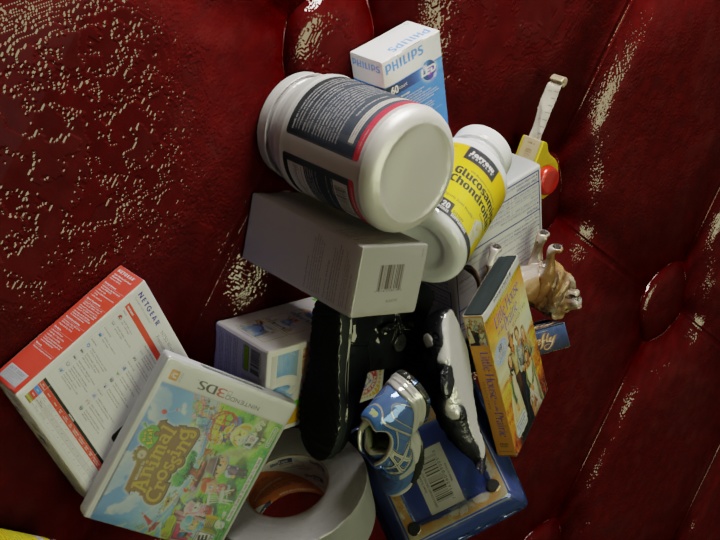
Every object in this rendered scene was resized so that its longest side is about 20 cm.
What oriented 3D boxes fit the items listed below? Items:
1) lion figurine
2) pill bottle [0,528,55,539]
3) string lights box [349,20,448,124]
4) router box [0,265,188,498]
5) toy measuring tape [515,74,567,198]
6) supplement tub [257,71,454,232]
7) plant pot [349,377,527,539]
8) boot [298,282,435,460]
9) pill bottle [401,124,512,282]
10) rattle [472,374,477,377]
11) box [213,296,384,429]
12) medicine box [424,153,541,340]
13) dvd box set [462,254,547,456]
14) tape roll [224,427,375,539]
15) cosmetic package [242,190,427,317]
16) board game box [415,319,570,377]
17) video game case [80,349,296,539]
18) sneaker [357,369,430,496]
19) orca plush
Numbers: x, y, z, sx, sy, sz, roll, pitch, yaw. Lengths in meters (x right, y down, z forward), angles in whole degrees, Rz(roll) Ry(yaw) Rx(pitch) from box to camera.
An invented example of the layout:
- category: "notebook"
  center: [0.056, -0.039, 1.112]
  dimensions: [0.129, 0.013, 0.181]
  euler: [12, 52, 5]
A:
- category: "lion figurine"
  center: [0.209, 0.022, 1.634]
  dimensions: [0.198, 0.073, 0.124]
  euler: [-11, 126, -27]
- category: "pill bottle"
  center: [-0.394, 0.317, 1.263]
  dimensions: [0.199, 0.112, 0.113]
  euler: [30, 88, -49]
- category: "string lights box"
  center: [0.054, -0.188, 1.516]
  dimensions: [0.102, 0.059, 0.202]
  euler: [-33, 130, -31]
- category: "router box"
  center: [-0.272, 0.129, 1.343]
  dimensions: [0.179, 0.049, 0.201]
  euler: [-43, 135, -23]
- category: "toy measuring tape"
  center: [0.256, -0.170, 1.731]
  dimensions: [0.073, 0.073, 0.202]
  euler: [11, 102, -48]
- category: "supplement tub"
  center: [-0.007, -0.136, 1.371]
  dimensions: [0.139, 0.199, 0.142]
  euler: [-23, 126, -37]
- category: "plant pot"
  center: [0.098, 0.257, 1.598]
  dimensions: [0.198, 0.202, 0.180]
  euler: [-25, 170, -1]
- category: "boot"
  center: [0.016, 0.117, 1.461]
  dimensions: [0.167, 0.076, 0.203]
  euler: [-4, 105, -41]
- category: "pill bottle"
  center: [0.109, -0.087, 1.475]
  dimensions: [0.201, 0.111, 0.113]
  euler: [-55, 143, -41]
- category: "rattle"
  center: [0.075, 0.215, 1.729]
  dimensions: [0.130, 0.141, 0.202]
  euler: [-81, -170, -71]
- category: "box"
  center: [-0.070, 0.108, 1.504]
  dimensions: [0.198, 0.101, 0.114]
  euler: [-15, 119, -41]
- category: "medicine box"
  center: [0.149, -0.035, 1.660]
  dimensions: [0.181, 0.102, 0.202]
  euler: [-31, 130, -32]
- category: "dvd box set"
  center: [0.181, 0.103, 1.522]
  dimensions: [0.147, 0.029, 0.202]
  euler: [-51, 132, -52]
- category: "tape roll"
  center: [-0.083, 0.284, 1.505]
  dimensions: [0.199, 0.199, 0.067]
  euler: [-34, 131, -29]
- category: "cosmetic package"
  center: [-0.032, -0.023, 1.403]
  dimensions: [0.107, 0.199, 0.086]
  euler: [-3, 110, -42]
- category: "board game box"
  center: [0.172, 0.108, 1.673]
  dimensions: [0.197, 0.135, 0.035]
  euler: [-15, 90, -2]
- category: "video game case"
  center: [-0.188, 0.205, 1.373]
  dimensions: [0.181, 0.022, 0.202]
  euler: [25, 97, -35]
- category: "sneaker"
  center: [0.028, 0.198, 1.430]
  dimensions: [0.077, 0.075, 0.202]
  euler: [-34, 144, -29]
- category: "orca plush"
  center: [0.097, 0.143, 1.461]
  dimensions: [0.202, 0.070, 0.106]
  euler: [67, 30, -28]
